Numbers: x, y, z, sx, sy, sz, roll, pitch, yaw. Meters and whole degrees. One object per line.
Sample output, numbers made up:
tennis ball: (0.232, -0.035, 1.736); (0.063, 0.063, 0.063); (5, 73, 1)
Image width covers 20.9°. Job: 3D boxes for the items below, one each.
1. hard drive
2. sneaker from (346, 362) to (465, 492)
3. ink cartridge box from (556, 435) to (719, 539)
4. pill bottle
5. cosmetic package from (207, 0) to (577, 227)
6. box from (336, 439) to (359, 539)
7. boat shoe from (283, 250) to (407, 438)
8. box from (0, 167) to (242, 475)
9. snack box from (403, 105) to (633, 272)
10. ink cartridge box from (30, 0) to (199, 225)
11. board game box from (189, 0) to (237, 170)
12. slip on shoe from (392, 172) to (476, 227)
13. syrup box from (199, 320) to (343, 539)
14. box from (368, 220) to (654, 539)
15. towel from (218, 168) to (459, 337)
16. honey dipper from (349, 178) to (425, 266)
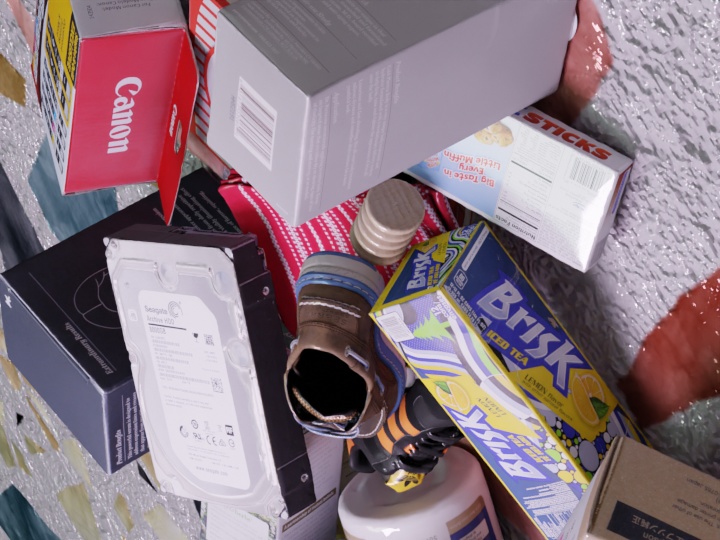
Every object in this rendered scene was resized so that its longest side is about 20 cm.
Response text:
hard drive: (-0.107, 0.070, 1.375); (0.139, 0.038, 0.202); (6, 113, 43)
sneaker: (0.047, 0.112, 1.354); (0.200, 0.070, 0.091); (1, 80, 66)
ink cartridge box: (0.189, 0.203, 1.156); (0.164, 0.075, 0.200); (23, 146, 4)
pill bottle: (0.062, 0.241, 1.445); (0.111, 0.111, 0.201); (14, 127, 55)
cosmetic package: (0.021, -0.120, 1.072); (0.090, 0.199, 0.107); (43, 146, 27)
box: (-0.011, 0.153, 1.532); (0.201, 0.075, 0.050); (62, 155, -6)
boat shoe: (-0.018, 0.066, 1.249); (0.072, 0.073, 0.200); (10, 151, 15)
box: (-0.160, 0.037, 1.537); (0.148, 0.199, 0.107); (44, 149, 29)
snack box: (0.064, -0.077, 1.160); (0.199, 0.024, 0.072); (31, 128, 22)
ink cartridge box: (-0.189, -0.151, 1.474); (0.200, 0.083, 0.177); (109, 148, -56)
board game box: (-0.046, -0.103, 1.372); (0.200, 0.046, 0.152); (45, 149, 29)
slip on shoe: (0.031, -0.096, 1.227); (0.074, 0.061, 0.201); (35, 143, 42)
syrup box: (-0.064, 0.136, 1.453); (0.078, 0.081, 0.201); (25, 125, 31)
box: (0.096, 0.071, 1.196); (0.064, 0.070, 0.200); (-18, 117, 42)
towel: (0.000, 0.000, 1.285); (0.199, 0.022, 0.145); (8, 132, 44)
honey dipper: (-0.003, 0.005, 1.244); (0.038, 0.038, 0.200); (54, 153, 13)
